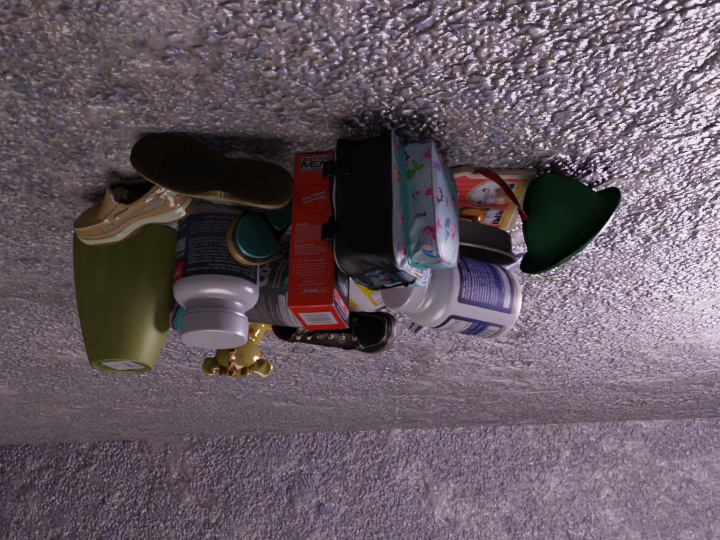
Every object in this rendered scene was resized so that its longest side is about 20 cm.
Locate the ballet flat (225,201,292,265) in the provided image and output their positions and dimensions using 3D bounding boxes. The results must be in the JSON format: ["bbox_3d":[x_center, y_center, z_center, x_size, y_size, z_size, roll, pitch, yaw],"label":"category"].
[{"bbox_3d":[-0.134,-0.047,0.947,0.063,0.069,0.200,-28,-168,25],"label":"ballet flat"}]

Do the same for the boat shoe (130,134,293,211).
[{"bbox_3d":[-0.178,-0.108,0.893,0.198,0.073,0.066,13,162,-1],"label":"boat shoe"}]

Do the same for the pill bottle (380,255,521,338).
[{"bbox_3d":[0.130,0.031,1.068,0.198,0.113,0.111,13,155,-34],"label":"pill bottle"}]

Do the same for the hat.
[{"bbox_3d":[0.227,-0.111,0.970,0.176,0.166,0.200,45,173,-8],"label":"hat"}]

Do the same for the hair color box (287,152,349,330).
[{"bbox_3d":[-0.049,-0.036,0.932,0.060,0.203,0.102,-3,160,9],"label":"hair color box"}]

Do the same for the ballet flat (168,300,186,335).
[{"bbox_3d":[-0.234,0.007,1.137,0.069,0.201,0.071,32,180,-26],"label":"ballet flat"}]

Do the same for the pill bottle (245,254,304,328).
[{"bbox_3d":[-0.154,0.029,1.187,0.197,0.115,0.113,3,162,24],"label":"pill bottle"}]

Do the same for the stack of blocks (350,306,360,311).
[{"bbox_3d":[-0.054,0.067,1.395,0.113,0.059,0.200,1,159,-7],"label":"stack of blocks"}]

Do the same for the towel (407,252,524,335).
[{"bbox_3d":[0.179,0.040,1.259,0.198,0.024,0.147,-29,168,-22],"label":"towel"}]

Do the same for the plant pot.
[{"bbox_3d":[-0.363,0.051,1.146,0.184,0.203,0.188,-1,159,0],"label":"plant pot"}]

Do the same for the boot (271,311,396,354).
[{"bbox_3d":[-0.047,0.097,1.256,0.149,0.074,0.199,11,173,-35],"label":"boot"}]

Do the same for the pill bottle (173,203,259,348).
[{"bbox_3d":[-0.197,-0.002,1.015,0.118,0.203,0.120,-1,159,0],"label":"pill bottle"}]

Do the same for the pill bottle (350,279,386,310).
[{"bbox_3d":[0.000,0.000,1.163,0.103,0.106,0.200,-7,158,15],"label":"pill bottle"}]

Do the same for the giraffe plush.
[{"bbox_3d":[-0.220,0.129,1.402,0.170,0.165,0.199,-12,157,28],"label":"giraffe plush"}]

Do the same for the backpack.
[{"bbox_3d":[0.045,-0.065,0.901,0.148,0.181,0.200,-4,167,12],"label":"backpack"}]

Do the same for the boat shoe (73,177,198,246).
[{"bbox_3d":[-0.314,-0.093,0.982,0.197,0.072,0.076,-17,140,20],"label":"boat shoe"}]

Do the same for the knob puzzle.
[{"bbox_3d":[0.135,-0.087,1.047,0.216,0.031,0.220,-1,159,0],"label":"knob puzzle"}]

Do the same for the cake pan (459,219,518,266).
[{"bbox_3d":[0.135,-0.041,1.091,0.197,0.037,0.200,7,173,1],"label":"cake pan"}]
